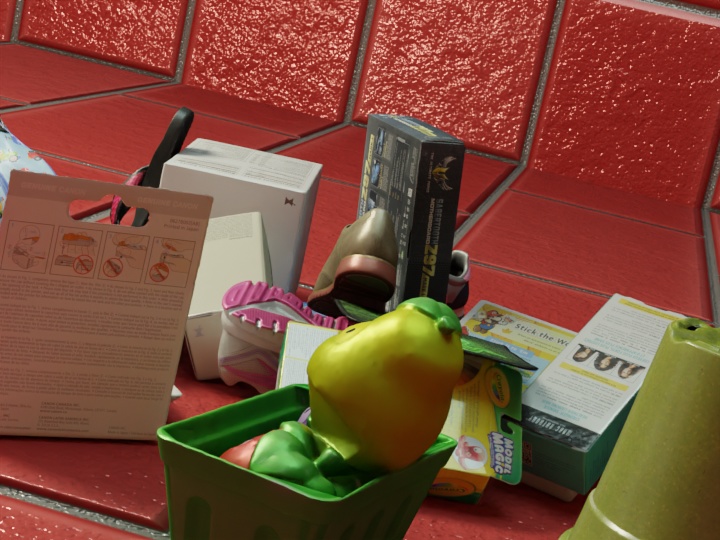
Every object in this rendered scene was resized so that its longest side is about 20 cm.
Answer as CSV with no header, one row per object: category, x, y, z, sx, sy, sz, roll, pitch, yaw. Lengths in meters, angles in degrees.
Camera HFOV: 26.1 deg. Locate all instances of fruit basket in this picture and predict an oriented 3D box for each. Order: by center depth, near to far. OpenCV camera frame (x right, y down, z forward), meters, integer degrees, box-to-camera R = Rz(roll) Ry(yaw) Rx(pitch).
fruit basket,-0.018,0.101,1.011,0.155,0.217,0.215,18,13,24

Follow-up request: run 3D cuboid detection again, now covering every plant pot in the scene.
plant pot,0.260,0.142,1.127,0.199,0.191,0.200,12,13,-3

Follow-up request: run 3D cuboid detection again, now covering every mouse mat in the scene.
mouse mat,0.059,0.052,1.310,0.160,0.008,0.200,16,3,-5

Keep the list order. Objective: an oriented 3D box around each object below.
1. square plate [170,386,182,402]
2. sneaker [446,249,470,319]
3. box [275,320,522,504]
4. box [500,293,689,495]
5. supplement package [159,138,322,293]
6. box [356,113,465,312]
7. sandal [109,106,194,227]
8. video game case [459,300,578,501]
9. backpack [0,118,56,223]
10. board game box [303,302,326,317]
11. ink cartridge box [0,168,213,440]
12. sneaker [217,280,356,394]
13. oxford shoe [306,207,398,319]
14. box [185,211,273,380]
square plate,-0.272,0.075,1.282,0.199,0.029,0.198,6,13,-29
sneaker,0.057,0.016,1.752,0.070,0.083,0.200,20,14,31
box,0.030,0.114,1.230,0.199,0.049,0.118,10,50,-4
box,0.204,0.100,1.312,0.082,0.049,0.200,19,42,31
supplement package,-0.134,-0.043,1.658,0.150,0.153,0.200,12,12,1
box,0.042,-0.042,1.513,0.051,0.201,0.158,2,13,-20
sandal,-0.233,-0.084,1.640,0.045,0.201,0.075,23,5,-1
video game case,0.143,0.109,1.371,0.199,0.023,0.182,19,42,31
backpack,-0.352,-0.040,1.397,0.134,0.184,0.200,-11,35,-42
board game box,-0.003,0.078,1.503,0.199,0.044,0.199,3,14,-39
ink cartridge box,-0.207,0.026,1.155,0.160,0.201,0.050,6,13,-29
sneaker,-0.034,0.086,1.331,0.199,0.089,0.081,24,31,1
oxford shoe,0.000,0.000,1.435,0.070,0.075,0.200,16,-18,-12
box,-0.122,0.020,1.447,0.082,0.069,0.200,-9,27,0
